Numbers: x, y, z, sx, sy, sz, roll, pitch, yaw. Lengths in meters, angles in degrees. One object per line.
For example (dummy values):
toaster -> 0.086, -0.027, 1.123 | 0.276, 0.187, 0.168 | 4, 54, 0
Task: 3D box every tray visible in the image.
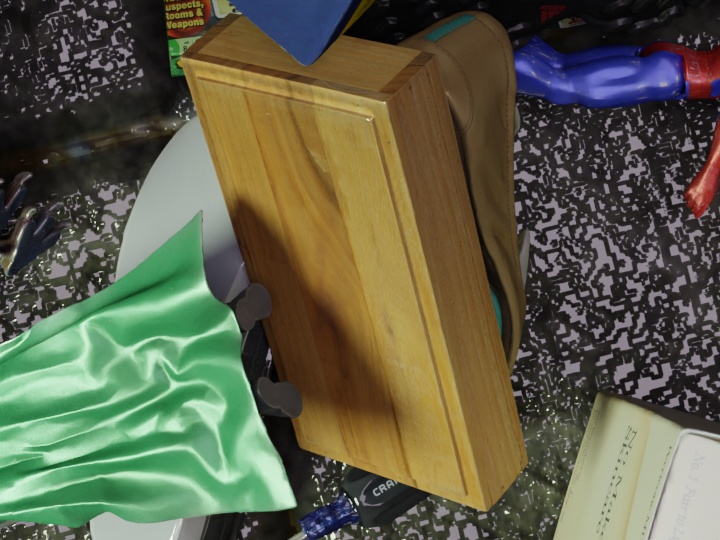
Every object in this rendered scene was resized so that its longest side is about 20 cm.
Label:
tray -> 0.000, 0.000, 0.870 | 0.037, 0.099, 0.200 | -45, 135, -36

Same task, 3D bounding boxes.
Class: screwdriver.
screwdriver -> -0.038, 0.116, 0.929 | 0.200, 0.028, 0.029 | -26, 115, -19

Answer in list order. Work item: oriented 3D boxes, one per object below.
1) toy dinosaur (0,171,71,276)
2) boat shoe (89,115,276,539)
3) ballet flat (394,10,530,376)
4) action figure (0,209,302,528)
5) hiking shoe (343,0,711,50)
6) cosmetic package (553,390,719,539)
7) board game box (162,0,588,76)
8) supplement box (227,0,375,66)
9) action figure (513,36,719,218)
toy dinosaur -> -0.208, -0.073, 0.918 | 0.181, 0.105, 0.200 | 38, 99, 16
boat shoe -> -0.066, 0.032, 0.936 | 0.069, 0.057, 0.200 | 13, 91, 35
ballet flat -> 0.045, -0.019, 0.901 | 0.069, 0.200, 0.063 | 27, 55, 26
action figure -> -0.121, 0.062, 0.897 | 0.200, 0.055, 0.118 | -19, 82, 26
hiking shoe -> 0.048, -0.139, 0.894 | 0.200, 0.076, 0.101 | -7, 55, -9
cosmetic package -> 0.127, 0.109, 0.873 | 0.073, 0.200, 0.104 | 16, 89, -2
board game box -> 0.013, -0.143, 0.939 | 0.200, 0.023, 0.105 | -8, 65, -3
supplement box -> 0.014, -0.190, 0.801 | 0.110, 0.109, 0.200 | 41, 60, 2
action figure -> 0.121, -0.058, 0.936 | 0.200, 0.065, 0.099 | -6, 109, 8
